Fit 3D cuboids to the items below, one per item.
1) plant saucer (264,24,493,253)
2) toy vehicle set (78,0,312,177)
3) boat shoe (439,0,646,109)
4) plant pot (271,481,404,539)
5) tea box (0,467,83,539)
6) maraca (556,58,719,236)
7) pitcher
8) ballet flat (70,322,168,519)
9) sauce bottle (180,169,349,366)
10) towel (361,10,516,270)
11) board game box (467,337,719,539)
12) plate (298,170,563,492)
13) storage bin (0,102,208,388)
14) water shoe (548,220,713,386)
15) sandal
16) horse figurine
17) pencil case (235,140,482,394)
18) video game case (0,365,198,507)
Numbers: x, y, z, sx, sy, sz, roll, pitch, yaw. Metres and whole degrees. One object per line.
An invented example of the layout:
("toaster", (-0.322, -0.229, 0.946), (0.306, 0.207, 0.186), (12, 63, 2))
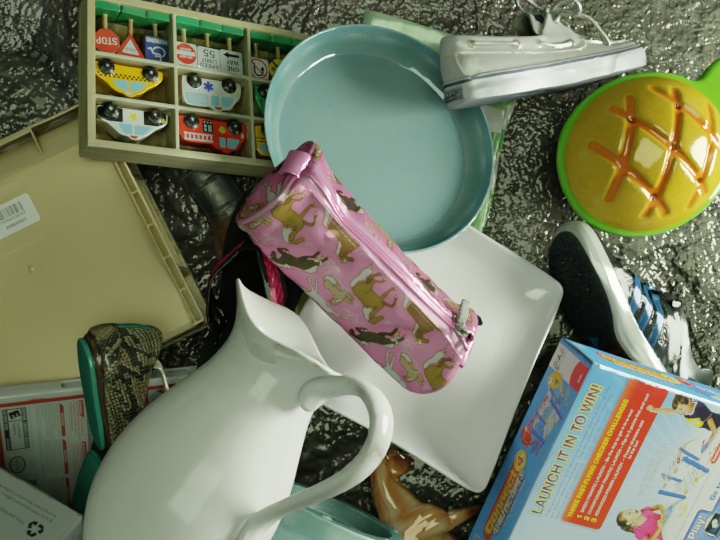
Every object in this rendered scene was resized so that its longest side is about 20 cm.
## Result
("plant saucer", (0.015, -0.105, 0.754), (0.200, 0.027, 0.200), (7, 70, -20))
("toy vehicle set", (-0.122, -0.142, 0.736), (0.200, 0.027, 0.125), (3, 75, -31))
("boat shoe", (0.152, -0.194, 0.784), (0.202, 0.075, 0.086), (-14, 94, -21))
("plant pot", (-0.044, 0.241, 0.700), (0.200, 0.200, 0.134), (25, 85, -5))
("tea box", (-0.312, 0.214, 0.638), (0.200, 0.197, 0.134), (28, 47, 7))
("maraca", (0.262, -0.105, 0.791), (0.200, 0.107, 0.137), (-19, 98, -7))
("pitcher", (-0.079, 0.128, 0.592), (0.121, 0.172, 0.200), (35, 89, -43))
("ballet flat", (-0.170, 0.129, 0.677), (0.075, 0.068, 0.200), (-5, 116, -32))
("sauce bottle", (-0.077, -0.002, 0.770), (0.066, 0.066, 0.200), (-32, 94, -6))
("towel", (0.054, -0.113, 0.809), (0.152, 0.023, 0.200), (14, 87, -5))
("board game box", (0.217, 0.178, 0.758), (0.196, 0.056, 0.200), (19, 102, -18))
("plate", (0.050, 0.049, 0.758), (0.200, 0.032, 0.200), (31, 69, -12))
("storage bin", (-0.252, 0.000, 0.737), (0.200, 0.094, 0.199), (-27, 91, -6))
("water shoe", (0.235, 0.037, 0.812), (0.079, 0.071, 0.200), (-33, 98, -26))
("sandal", (-0.085, 0.025, 0.693), (0.075, 0.045, 0.200), (5, 72, 20))
("horse figurine", (0.056, 0.259, 0.787), (0.132, 0.050, 0.200), (15, 84, -12))
("pencil case", (0.000, 0.000, 0.668), (0.086, 0.083, 0.200), (-40, 108, 18))
("video game case", (-0.181, 0.144, 0.726), (0.200, 0.017, 0.143), (-4, 118, -19))
